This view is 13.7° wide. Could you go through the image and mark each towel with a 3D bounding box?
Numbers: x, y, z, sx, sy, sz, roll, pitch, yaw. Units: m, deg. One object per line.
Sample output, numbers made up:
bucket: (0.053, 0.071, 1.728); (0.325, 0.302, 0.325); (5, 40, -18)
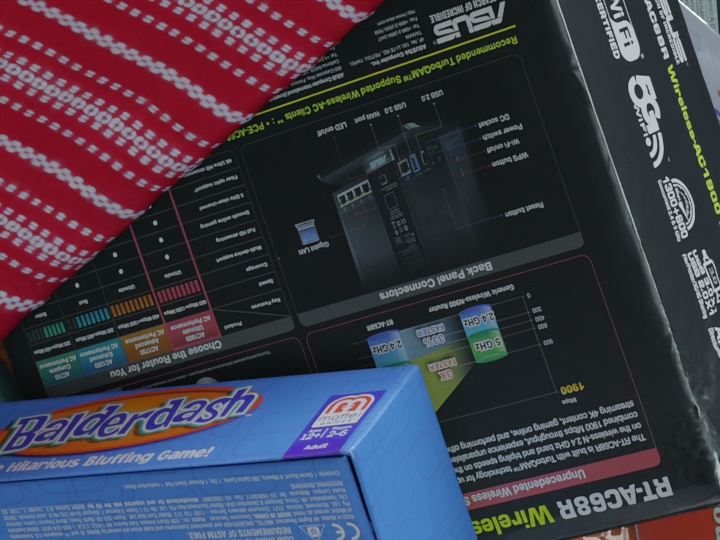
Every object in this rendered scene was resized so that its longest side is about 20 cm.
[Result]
towel: (-0.089, -0.057, 0.686); (0.144, 0.200, 0.023); (27, 42, -30)

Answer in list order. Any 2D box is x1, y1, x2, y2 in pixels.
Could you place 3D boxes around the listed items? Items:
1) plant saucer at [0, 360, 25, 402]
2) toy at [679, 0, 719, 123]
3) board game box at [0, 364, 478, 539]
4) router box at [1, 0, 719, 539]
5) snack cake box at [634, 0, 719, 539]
plant saucer: (-0.090, 0.089, 0.822); (0.070, 0.019, 0.200); (-40, 100, -7)
toy: (0.029, -0.048, 0.800); (0.200, 0.047, 0.115); (44, 106, 18)
board game box: (-0.028, 0.125, 0.754); (0.152, 0.045, 0.201); (-5, 115, 29)
router box: (0.000, 0.000, 0.753); (0.199, 0.062, 0.150); (-16, 95, 35)
snack cake box: (0.126, -0.021, 0.803); (0.067, 0.115, 0.201); (-8, 94, -40)
